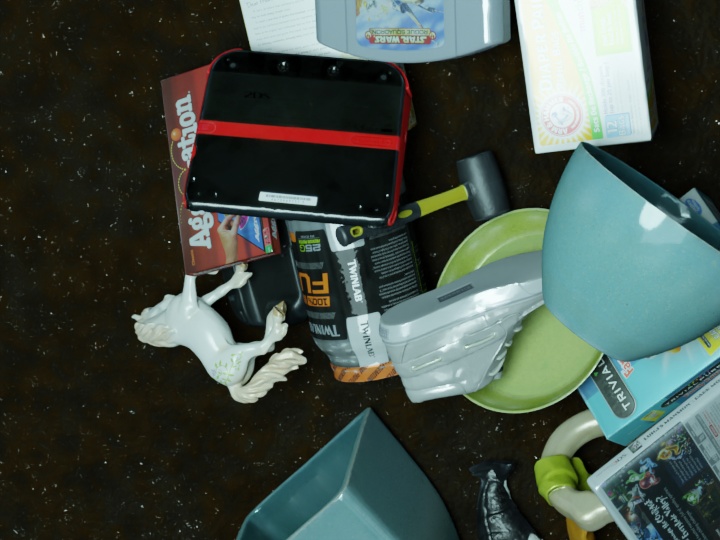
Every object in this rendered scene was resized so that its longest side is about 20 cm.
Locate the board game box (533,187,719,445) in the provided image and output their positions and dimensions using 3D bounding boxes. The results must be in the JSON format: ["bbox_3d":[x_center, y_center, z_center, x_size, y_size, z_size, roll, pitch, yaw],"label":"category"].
[{"bbox_3d":[0.281,0.044,1.490,0.200,0.047,0.151,-40,59,19],"label":"board game box"}]

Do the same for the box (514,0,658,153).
[{"bbox_3d":[0.206,-0.216,1.456,0.112,0.101,0.201,-7,101,15],"label":"box"}]

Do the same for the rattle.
[{"bbox_3d":[0.279,0.190,1.560,0.200,0.130,0.143,-42,117,-13],"label":"rattle"}]

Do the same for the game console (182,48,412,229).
[{"bbox_3d":[-0.057,-0.124,1.480,0.199,0.031,0.178,5,66,5],"label":"game console"}]

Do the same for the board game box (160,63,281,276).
[{"bbox_3d":[-0.138,-0.103,1.548,0.103,0.019,0.201,-15,78,27],"label":"board game box"}]

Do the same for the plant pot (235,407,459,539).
[{"bbox_3d":[0.000,0.300,1.589,0.200,0.196,0.196,44,109,-8],"label":"plant pot"}]

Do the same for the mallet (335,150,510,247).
[{"bbox_3d":[0.063,-0.050,1.499,0.041,0.200,0.066,-16,102,57],"label":"mallet"}]

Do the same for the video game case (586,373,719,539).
[{"bbox_3d":[0.329,0.206,1.492,0.182,0.023,0.200,-38,122,-1],"label":"video game case"}]

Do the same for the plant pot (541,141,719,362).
[{"bbox_3d":[0.236,-0.001,1.385,0.200,0.200,0.135,36,103,4],"label":"plant pot"}]

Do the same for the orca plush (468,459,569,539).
[{"bbox_3d":[0.164,0.292,1.603,0.105,0.071,0.201,-6,101,15],"label":"orca plush"}]

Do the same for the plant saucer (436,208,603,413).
[{"bbox_3d":[0.161,0.041,1.525,0.199,0.031,0.201,-11,70,31],"label":"plant saucer"}]

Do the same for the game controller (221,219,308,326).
[{"bbox_3d":[-0.106,-0.039,1.602,0.104,0.042,0.201,-7,102,31],"label":"game controller"}]

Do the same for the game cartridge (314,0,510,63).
[{"bbox_3d":[0.043,-0.258,1.450,0.199,0.041,0.134,5,101,32],"label":"game cartridge"}]

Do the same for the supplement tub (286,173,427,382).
[{"bbox_3d":[0.000,0.000,1.549,0.122,0.123,0.201,-10,100,16],"label":"supplement tub"}]

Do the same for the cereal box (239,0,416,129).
[{"bbox_3d":[-0.036,-0.223,1.549,0.143,0.040,0.201,-9,100,17],"label":"cereal box"}]

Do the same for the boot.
[{"bbox_3d":[0.122,0.054,1.492,0.199,0.074,0.096,-20,111,2],"label":"boot"}]

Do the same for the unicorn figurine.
[{"bbox_3d":[-0.152,0.053,1.583,0.137,0.074,0.200,-48,57,13],"label":"unicorn figurine"}]
